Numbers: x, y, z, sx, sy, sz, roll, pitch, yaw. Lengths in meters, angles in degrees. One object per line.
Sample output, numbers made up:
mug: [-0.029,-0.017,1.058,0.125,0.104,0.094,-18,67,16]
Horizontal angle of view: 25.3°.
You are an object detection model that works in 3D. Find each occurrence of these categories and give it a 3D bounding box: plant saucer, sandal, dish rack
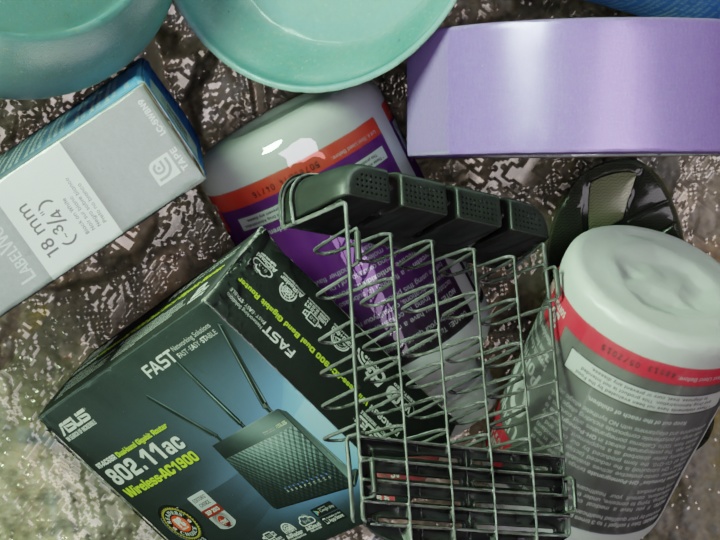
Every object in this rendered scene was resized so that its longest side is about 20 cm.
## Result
plant saucer: [-0.176,-0.183,0.788,0.200,0.027,0.201,9,72,-28]
sandal: [0.160,0.023,0.954,0.080,0.057,0.201,-9,119,14]
dish rack: [0.039,0.047,0.799,0.153,0.055,0.201,10,67,-35]
plant saucer: [-0.017,-0.192,0.826,0.199,0.036,0.201,3,96,29]

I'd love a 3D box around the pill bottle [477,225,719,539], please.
pill bottle: [0.133,0.084,0.896,0.110,0.111,0.200,14,122,-8]

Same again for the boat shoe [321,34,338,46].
boat shoe: [0.014,-0.197,0.889,0.062,0.075,0.200,30,89,-9]

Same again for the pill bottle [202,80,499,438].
pill bottle: [0.000,0.000,0.901,0.112,0.112,0.200,-27,102,-1]

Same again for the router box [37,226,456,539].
router box: [-0.067,0.082,0.874,0.150,0.200,0.062,45,48,-11]

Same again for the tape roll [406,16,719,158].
tape roll: [0.124,-0.092,0.847,0.199,0.200,0.066,-1,94,-6]

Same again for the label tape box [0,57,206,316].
label tape box: [-0.182,-0.030,0.861,0.200,0.144,0.063,-34,104,1]

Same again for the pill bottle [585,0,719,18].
pill bottle: [0.144,-0.195,0.856,0.199,0.112,0.113,9,99,-27]
